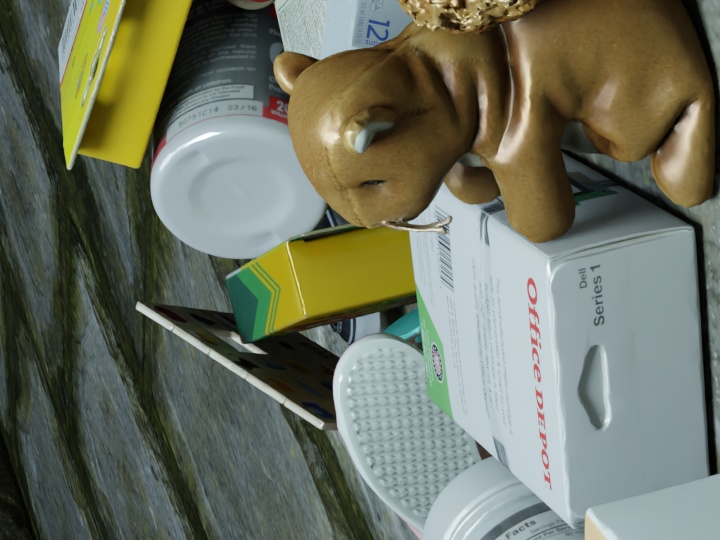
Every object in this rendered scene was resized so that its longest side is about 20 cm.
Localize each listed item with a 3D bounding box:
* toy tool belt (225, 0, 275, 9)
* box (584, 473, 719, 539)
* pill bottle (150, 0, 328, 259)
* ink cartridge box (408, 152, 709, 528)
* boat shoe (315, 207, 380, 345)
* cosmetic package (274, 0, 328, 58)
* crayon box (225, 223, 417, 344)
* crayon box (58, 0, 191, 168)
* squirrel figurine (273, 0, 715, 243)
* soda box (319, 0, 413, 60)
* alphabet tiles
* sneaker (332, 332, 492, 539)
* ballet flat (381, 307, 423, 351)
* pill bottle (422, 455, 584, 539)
[{"bbox_3d":[-0.044,-0.246,1.391,0.123,0.125,0.201,-140,55,-61],"label":"toy tool belt"},{"bbox_3d":[0.177,0.216,1.046,0.152,0.106,0.200,-128,30,-54],"label":"box"},{"bbox_3d":[-0.076,-0.114,1.495,0.200,0.114,0.114,-92,5,-46],"label":"pill bottle"},{"bbox_3d":[0.099,0.025,1.198,0.200,0.084,0.146,-140,40,-63],"label":"ink cartridge box"},{"bbox_3d":[-0.043,-0.030,1.592,0.072,0.068,0.200,112,141,-61],"label":"boat shoe"},{"bbox_3d":[0.022,-0.140,1.323,0.200,0.087,0.104,157,101,-74],"label":"cosmetic package"},{"bbox_3d":[0.000,0.000,1.428,0.200,0.127,0.051,153,104,-73],"label":"crayon box"},{"bbox_3d":[-0.147,-0.150,1.439,0.200,0.051,0.127,-105,33,-62],"label":"crayon box"},{"bbox_3d":[0.055,-0.108,1.068,0.142,0.186,0.200,-124,27,-51],"label":"squirrel figurine"},{"bbox_3d":[0.028,-0.194,1.192,0.068,0.063,0.201,148,130,-71],"label":"soda box"},{"bbox_3d":[-0.028,0.073,1.510,0.200,0.167,0.008,31,101,30],"label":"alphabet tiles"},{"bbox_3d":[0.037,0.112,1.389,0.200,0.075,0.105,53,175,-22],"label":"sneaker"},{"bbox_3d":[0.062,0.047,1.401,0.065,0.070,0.200,50,166,-3],"label":"ballet flat"},{"bbox_3d":[0.113,0.189,1.222,0.200,0.113,0.114,-125,28,-53],"label":"pill bottle"}]
